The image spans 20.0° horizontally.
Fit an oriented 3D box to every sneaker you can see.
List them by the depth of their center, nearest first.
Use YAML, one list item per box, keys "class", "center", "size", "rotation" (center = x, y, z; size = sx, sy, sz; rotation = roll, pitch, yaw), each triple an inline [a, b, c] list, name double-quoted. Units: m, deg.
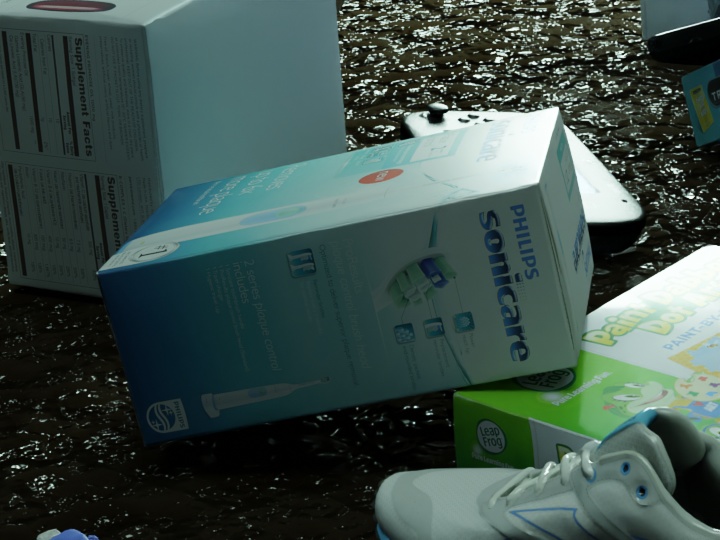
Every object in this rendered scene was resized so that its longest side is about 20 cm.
- class: "sneaker"
  center: [0.092, 0.087, 0.761]
  size: [0.199, 0.087, 0.075]
  rotation: [8, 27, 31]

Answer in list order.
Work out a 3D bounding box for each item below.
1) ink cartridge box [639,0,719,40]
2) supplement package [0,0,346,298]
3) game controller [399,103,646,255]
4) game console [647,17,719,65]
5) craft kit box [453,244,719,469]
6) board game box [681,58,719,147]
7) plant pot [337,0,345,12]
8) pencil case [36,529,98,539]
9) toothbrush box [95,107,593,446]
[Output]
- class: "ink cartridge box"
  center: [0.310, -0.213, 1.436]
  size: [0.199, 0.085, 0.146]
  rotation: [9, 26, 26]
- class: "supplement package"
  center: [-0.103, -0.093, 1.136]
  size: [0.110, 0.157, 0.200]
  rotation: [8, 25, 26]
- class: "game controller"
  center: [0.088, -0.054, 1.154]
  size: [0.103, 0.042, 0.200]
  rotation: [-8, 24, -9]
- class: "game console"
  center: [0.279, -0.199, 1.253]
  size: [0.175, 0.117, 0.199]
  rotation: [-12, -3, 32]
- class: "craft kit box"
  center: [0.176, 0.057, 0.872]
  size: [0.197, 0.049, 0.199]
  rotation: [12, 28, 41]
- class: "board game box"
  center: [0.311, -0.125, 1.194]
  size: [0.198, 0.047, 0.151]
  rotation: [-12, -3, -18]
- class: "plant pot"
  center: [-0.086, -0.254, 1.521]
  size: [0.199, 0.201, 0.175]
  rotation: [-13, 42, -20]
- class: "pencil case"
  center: [-0.169, 0.138, 0.694]
  size: [0.198, 0.078, 0.087]
  rotation: [-9, 52, -11]
- class: "toothbrush box"
  center: [0.000, 0.000, 0.929]
  size: [0.198, 0.086, 0.146]
  rotation: [-10, 15, 13]
